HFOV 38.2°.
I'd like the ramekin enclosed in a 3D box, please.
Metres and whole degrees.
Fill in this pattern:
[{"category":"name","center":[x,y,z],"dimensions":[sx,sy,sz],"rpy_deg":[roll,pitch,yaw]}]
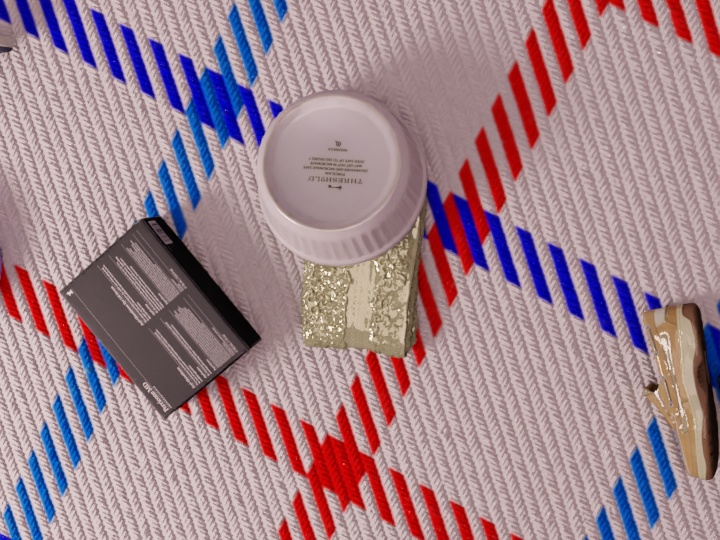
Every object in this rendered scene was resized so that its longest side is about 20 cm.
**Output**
[{"category":"ramekin","center":[-0.026,-0.111,1.174],"dimensions":[0.202,0.094,0.203],"rpy_deg":[-1,80,7]}]

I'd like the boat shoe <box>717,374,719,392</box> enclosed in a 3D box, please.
[{"category":"boat shoe","center":[0.465,0.200,1.165],"dimensions":[0.072,0.076,0.201],"rpy_deg":[-18,95,9]}]

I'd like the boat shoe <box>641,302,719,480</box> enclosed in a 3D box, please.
[{"category":"boat shoe","center":[0.360,0.139,1.184],"dimensions":[0.076,0.072,0.201],"rpy_deg":[-8,88,24]}]

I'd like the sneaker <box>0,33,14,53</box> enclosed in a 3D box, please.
[{"category":"sneaker","center":[-0.510,-0.243,1.275],"dimensions":[0.199,0.075,0.085],"rpy_deg":[-5,94,20]}]

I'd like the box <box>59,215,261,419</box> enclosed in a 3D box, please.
[{"category":"box","center":[-0.240,0.055,1.260],"dimensions":[0.141,0.079,0.200],"rpy_deg":[-39,90,8]}]

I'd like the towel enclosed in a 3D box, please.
[{"category":"towel","center":[0.000,0.000,1.236],"dimensions":[0.148,0.036,0.201],"rpy_deg":[6,97,9]}]
